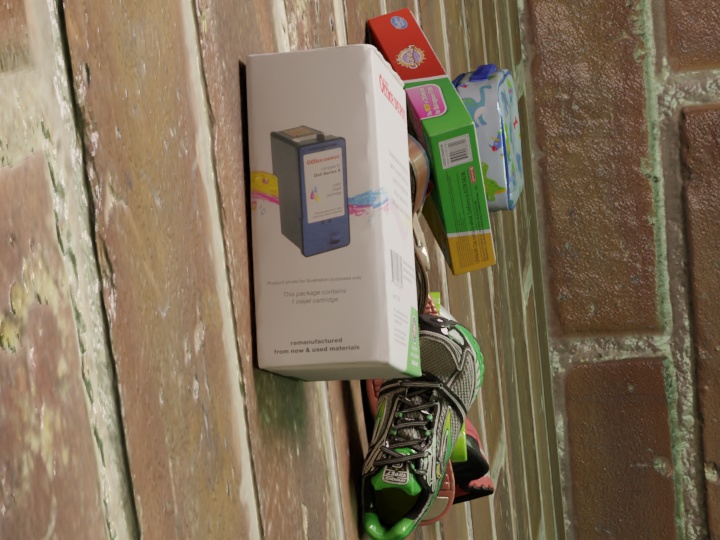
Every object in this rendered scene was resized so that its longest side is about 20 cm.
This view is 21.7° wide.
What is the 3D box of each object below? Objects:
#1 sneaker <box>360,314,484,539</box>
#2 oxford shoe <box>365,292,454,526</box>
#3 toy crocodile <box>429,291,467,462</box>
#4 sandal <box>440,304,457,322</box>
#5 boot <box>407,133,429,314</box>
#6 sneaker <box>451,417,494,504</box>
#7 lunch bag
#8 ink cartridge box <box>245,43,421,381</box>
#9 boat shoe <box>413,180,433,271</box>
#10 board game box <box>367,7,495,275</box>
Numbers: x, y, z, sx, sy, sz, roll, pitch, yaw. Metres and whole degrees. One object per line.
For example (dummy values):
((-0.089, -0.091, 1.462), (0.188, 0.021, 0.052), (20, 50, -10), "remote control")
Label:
((0.045, 0.123, 1.429), (0.085, 0.078, 0.200), (-68, 168, -60), "sneaker")
((0.033, 0.105, 1.544), (0.074, 0.071, 0.200), (-159, -113, -78), "oxford shoe")
((0.054, 0.106, 1.616), (0.062, 0.067, 0.200), (-87, 171, -64), "toy crocodile")
((0.067, 0.070, 1.743), (0.050, 0.082, 0.203), (-48, 161, -8), "sandal")
((0.000, 0.000, 1.416), (0.097, 0.075, 0.200), (-41, 140, -48), "boot")
((0.077, 0.166, 1.777), (0.200, 0.074, 0.087), (69, 5, -71), "sneaker")
((0.145, -0.157, 2.221), (0.200, 0.082, 0.161), (-58, 143, -74), "lunch bag")
((-0.015, -0.032, 1.208), (0.145, 0.087, 0.200), (31, 57, -79), "ink cartridge box")
((0.029, -0.062, 1.556), (0.200, 0.063, 0.071), (-84, 164, -51), "boat shoe")
((0.062, -0.114, 1.644), (0.200, 0.040, 0.153), (-113, -171, -51), "board game box")
